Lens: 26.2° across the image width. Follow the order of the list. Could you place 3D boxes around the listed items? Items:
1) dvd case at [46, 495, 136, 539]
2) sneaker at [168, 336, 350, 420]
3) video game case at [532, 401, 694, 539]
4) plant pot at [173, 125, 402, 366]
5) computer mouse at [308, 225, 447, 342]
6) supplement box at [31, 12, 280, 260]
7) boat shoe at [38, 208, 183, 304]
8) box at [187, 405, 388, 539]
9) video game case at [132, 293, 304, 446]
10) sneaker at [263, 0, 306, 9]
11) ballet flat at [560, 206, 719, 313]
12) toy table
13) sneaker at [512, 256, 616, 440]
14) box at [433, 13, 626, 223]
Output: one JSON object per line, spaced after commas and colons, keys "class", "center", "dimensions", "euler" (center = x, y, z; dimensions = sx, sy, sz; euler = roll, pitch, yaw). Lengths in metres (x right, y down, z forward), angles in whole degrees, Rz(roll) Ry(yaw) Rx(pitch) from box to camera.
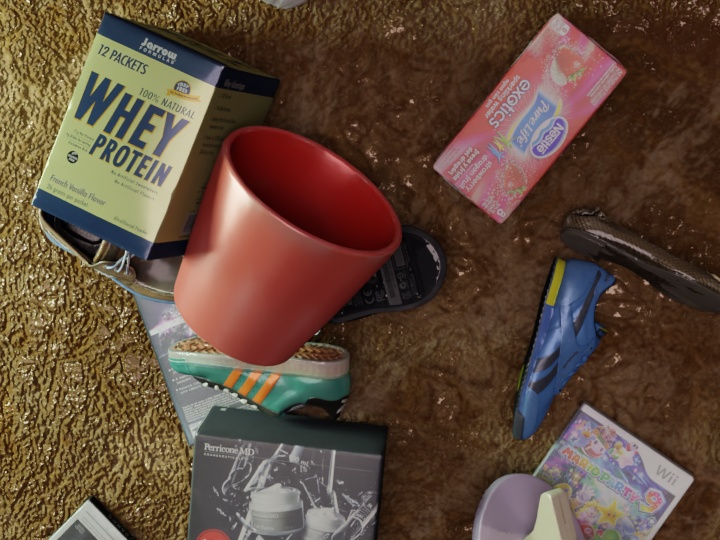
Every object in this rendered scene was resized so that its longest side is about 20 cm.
{"class": "dvd case", "center": [-0.316, 0.372, 1.724], "dimensions": [0.150, 0.025, 0.200], "euler": [45, 99, 0]}
{"class": "sneaker", "center": [-0.109, 0.117, 1.628], "dimensions": [0.198, 0.071, 0.081], "euler": [6, 108, 13]}
{"class": "video game case", "center": [0.241, 0.261, 1.652], "dimensions": [0.143, 0.018, 0.201], "euler": [34, 99, 2]}
{"class": "plant pot", "center": [-0.087, -0.016, 1.540], "dimensions": [0.200, 0.201, 0.178], "euler": [35, 117, 1]}
{"class": "computer mouse", "center": [0.000, 0.000, 1.634], "dimensions": [0.198, 0.053, 0.140], "euler": [-9, 95, 18]}
{"class": "supplement box", "center": [-0.200, -0.132, 1.554], "dimensions": [0.133, 0.200, 0.201], "euler": [25, 98, 10]}
{"class": "boat shoe", "center": [-0.255, -0.018, 1.630], "dimensions": [0.199, 0.072, 0.073], "euler": [21, 90, 10]}
{"class": "box", "center": [-0.078, 0.254, 1.633], "dimensions": [0.198, 0.104, 0.184], "euler": [6, 101, 3]}
{"class": "video game case", "center": [-0.154, 0.074, 1.672], "dimensions": [0.142, 0.019, 0.202], "euler": [-19, 94, 8]}
{"class": "sneaker", "center": [-0.108, -0.363, 1.588], "dimensions": [0.078, 0.077, 0.201], "euler": [-25, 112, 13]}
{"class": "ballet flat", "center": [0.302, -0.013, 1.596], "dimensions": [0.199, 0.067, 0.047], "euler": [25, 69, 6]}
{"class": "toy table", "center": [0.195, 0.309, 1.571], "dimensions": [0.183, 0.117, 0.201], "euler": [-26, 94, -19]}
{"class": "sneaker", "center": [0.211, 0.088, 1.611], "dimensions": [0.078, 0.066, 0.202], "euler": [16, 98, 0]}
{"class": "box", "center": [0.170, -0.154, 1.568], "dimensions": [0.095, 0.100, 0.200], "euler": [39, 99, 0]}
